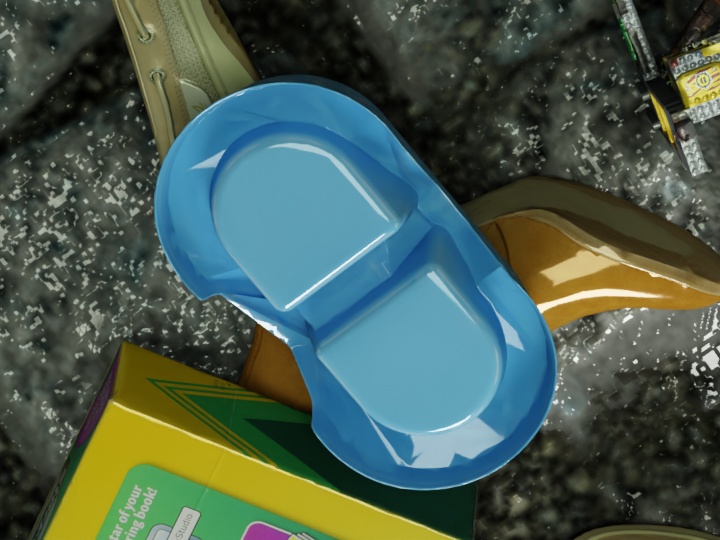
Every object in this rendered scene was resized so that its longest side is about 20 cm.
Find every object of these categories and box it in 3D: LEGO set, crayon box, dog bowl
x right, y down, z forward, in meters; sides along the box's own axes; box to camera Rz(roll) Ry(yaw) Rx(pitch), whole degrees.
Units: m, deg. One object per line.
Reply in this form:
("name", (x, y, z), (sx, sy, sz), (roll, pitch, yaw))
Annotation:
("LEGO set", (0.182, -0.127, 1.241), (0.200, 0.116, 0.154), (-13, 106, 0))
("crayon box", (-0.067, 0.151, 1.313), (0.172, 0.058, 0.200), (23, 118, -8))
("dog bowl", (0.000, 0.000, 1.240), (0.111, 0.050, 0.200), (-37, 105, 16))

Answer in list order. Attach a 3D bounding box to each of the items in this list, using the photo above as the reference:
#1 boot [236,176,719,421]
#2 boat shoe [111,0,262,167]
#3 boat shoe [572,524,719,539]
("boot", (0.054, 0.029, 1.311), (0.201, 0.071, 0.144), (16, 110, -4))
("boat shoe", (-0.098, -0.119, 1.253), (0.063, 0.073, 0.201), (-29, 113, 0))
("boat shoe", (0.183, 0.176, 1.355), (0.200, 0.063, 0.073), (20, 104, -8))
